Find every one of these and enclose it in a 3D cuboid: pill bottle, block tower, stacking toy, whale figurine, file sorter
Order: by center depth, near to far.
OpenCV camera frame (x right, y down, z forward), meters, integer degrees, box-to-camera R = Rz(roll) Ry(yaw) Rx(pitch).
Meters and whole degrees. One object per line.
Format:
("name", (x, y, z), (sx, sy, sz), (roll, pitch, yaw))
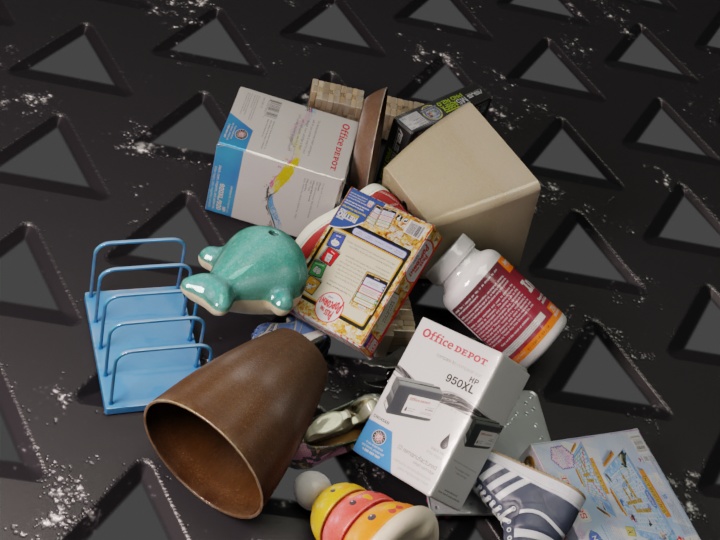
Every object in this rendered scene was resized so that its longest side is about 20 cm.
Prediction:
("stacking toy", (-0.015, 0.312, 1.454), (0.145, 0.147, 0.199), (-28, 44, -36))
("file sorter", (-0.283, 0.069, 1.577), (0.137, 0.123, 0.201), (-4, 50, -21))
("whale figurine", (-0.151, 0.000, 1.583), (0.158, 0.105, 0.199), (32, 25, 22))
("pill bottle", (0.196, 0.044, 1.731), (0.200, 0.113, 0.113), (43, 48, 1))
("block tower", (0.038, 0.036, 1.760), (0.057, 0.054, 0.201), (4, 47, -13))
("block tower", (0.008, -0.271, 2.028), (0.198, 0.058, 0.054), (11, 44, -5))

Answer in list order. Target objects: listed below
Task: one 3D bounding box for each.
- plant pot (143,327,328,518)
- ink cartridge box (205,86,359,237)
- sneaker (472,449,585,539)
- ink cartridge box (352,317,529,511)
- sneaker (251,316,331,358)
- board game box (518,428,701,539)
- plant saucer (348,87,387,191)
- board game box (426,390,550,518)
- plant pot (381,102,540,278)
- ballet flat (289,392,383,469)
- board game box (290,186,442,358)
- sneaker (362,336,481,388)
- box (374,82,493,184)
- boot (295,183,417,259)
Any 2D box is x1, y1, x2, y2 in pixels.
("plant pot", (-0.135, 0.169, 1.469), (0.186, 0.188, 0.200), (33, 53, 14))
("ink cartridge box", (-0.119, -0.161, 1.829), (0.198, 0.145, 0.148), (17, 45, -2))
("sneaker", (0.177, 0.297, 1.512), (0.198, 0.070, 0.109), (19, 69, 26))
("ink cartridge box", (0.104, 0.181, 1.519), (0.144, 0.084, 0.201), (23, 82, 41))
("sneaker", (-0.133, 0.122, 1.618), (0.077, 0.076, 0.199), (38, 37, 27))
("board game box", (0.337, 0.315, 1.580), (0.198, 0.041, 0.201), (-2, 50, -31))
("plant saucer", (0.010, -0.192, 1.864), (0.034, 0.201, 0.201), (11, 45, 2))
("board game box", (0.170, 0.251, 1.620), (0.198, 0.026, 0.201), (3, 48, -16))
("plant pot", (0.137, -0.103, 1.836), (0.176, 0.201, 0.200), (-22, 57, -22))
("ballet flat", (-0.017, 0.204, 1.572), (0.199, 0.071, 0.069), (-19, 62, -32))
("board game box", (0.000, 0.000, 1.664), (0.151, 0.046, 0.201), (27, 79, 29))
("sneaker", (0.093, 0.130, 1.676), (0.103, 0.061, 0.199), (8, 15, 27))
("box", (0.118, -0.208, 1.941), (0.199, 0.161, 0.044), (-27, 59, -37))
("boot", (-0.005, -0.030, 1.737), (0.199, 0.073, 0.144), (-38, 47, -8))
